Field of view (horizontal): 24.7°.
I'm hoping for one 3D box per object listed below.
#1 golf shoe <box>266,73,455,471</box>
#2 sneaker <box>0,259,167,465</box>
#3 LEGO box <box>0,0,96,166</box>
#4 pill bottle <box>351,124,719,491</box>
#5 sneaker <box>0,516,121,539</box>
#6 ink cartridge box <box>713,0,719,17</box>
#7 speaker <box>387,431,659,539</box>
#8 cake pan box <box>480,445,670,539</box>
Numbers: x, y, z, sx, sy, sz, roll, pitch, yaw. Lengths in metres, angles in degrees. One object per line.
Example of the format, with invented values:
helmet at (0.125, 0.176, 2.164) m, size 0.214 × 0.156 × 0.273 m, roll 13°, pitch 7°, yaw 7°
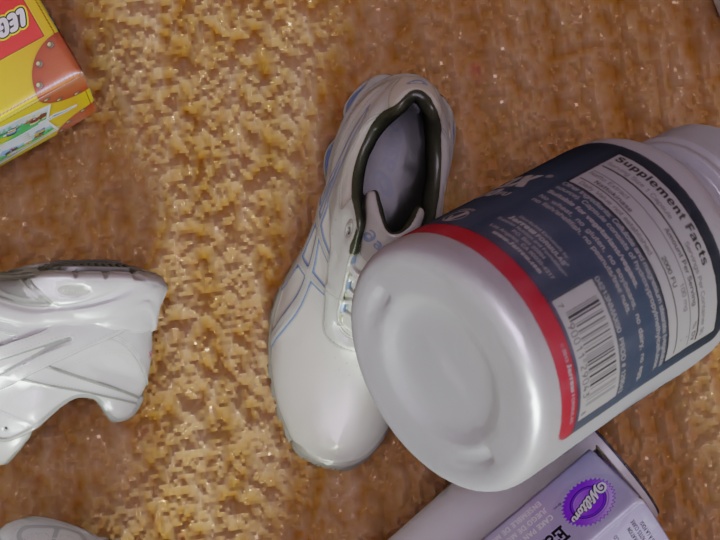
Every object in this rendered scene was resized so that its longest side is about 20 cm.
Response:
golf shoe at (0.000, 0.000, 0.801) m, size 0.078 × 0.097 × 0.202 m, roll 10°, pitch 89°, yaw -4°
sneaker at (-0.191, 0.045, 0.788) m, size 0.198 × 0.078 × 0.100 m, roll 1°, pitch 94°, yaw -15°
LEGO box at (-0.251, -0.098, 0.789) m, size 0.199 × 0.077 × 0.150 m, roll -31°, pitch 85°, yaw -7°
pill bottle at (0.104, 0.007, 0.766) m, size 0.199 × 0.119 × 0.120 m, roll -27°, pitch 90°, yaw -36°
sneaker at (-0.169, 0.209, 0.760) m, size 0.081 × 0.075 × 0.201 m, roll 22°, pitch 73°, yaw 12°
ink cartridge box at (0.257, -0.221, 0.828) m, size 0.199 × 0.085 × 0.146 m, roll -21°, pitch 89°, yaw -5°
speaker at (0.047, 0.155, 0.807) m, size 0.200 × 0.081 × 0.081 m, roll -40°, pitch 91°, yaw -4°
cake pan box at (0.088, 0.209, 0.777) m, size 0.184 × 0.052 × 0.200 m, roll -36°, pitch 126°, yaw -4°
